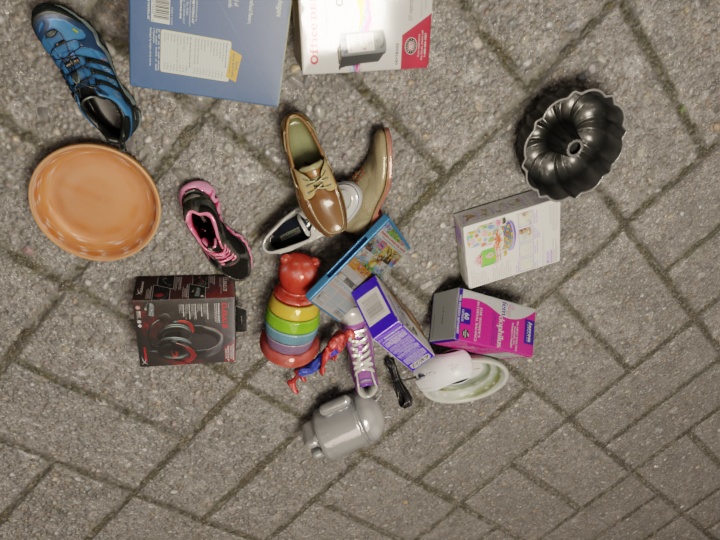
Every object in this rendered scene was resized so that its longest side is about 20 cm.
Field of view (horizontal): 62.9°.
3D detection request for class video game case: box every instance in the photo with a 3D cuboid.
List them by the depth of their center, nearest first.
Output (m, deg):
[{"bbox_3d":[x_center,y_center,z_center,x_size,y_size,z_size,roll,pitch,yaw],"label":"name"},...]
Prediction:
[{"bbox_3d":[0.000,0.000,1.073,0.200,0.018,0.143,-45,152,1],"label":"video game case"}]

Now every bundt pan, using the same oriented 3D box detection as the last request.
[{"bbox_3d":[0.362,-0.231,1.039,0.195,0.077,0.207,-7,125,-9],"label":"bundt pan"}]

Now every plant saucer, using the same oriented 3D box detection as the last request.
[{"bbox_3d":[-0.420,-0.111,0.942,0.193,0.038,0.205,-6,124,-9],"label":"plant saucer"},{"bbox_3d":[0.229,0.230,1.308,0.193,0.051,0.203,-4,143,-3],"label":"plant saucer"}]

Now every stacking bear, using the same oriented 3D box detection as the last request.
[{"bbox_3d":[-0.123,0.064,1.093,0.117,0.115,0.206,8,115,-5],"label":"stacking bear"}]

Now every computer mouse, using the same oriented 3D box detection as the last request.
[{"bbox_3d":[0.140,0.213,1.224,0.196,0.113,0.043,-24,164,32],"label":"computer mouse"}]

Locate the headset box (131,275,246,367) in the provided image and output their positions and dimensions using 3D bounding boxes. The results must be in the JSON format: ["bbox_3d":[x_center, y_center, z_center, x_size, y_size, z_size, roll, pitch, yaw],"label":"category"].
[{"bbox_3d":[-0.307,0.091,1.081,0.193,0.076,0.153,-1,123,-14],"label":"headset box"}]

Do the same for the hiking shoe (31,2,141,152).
[{"bbox_3d":[-0.375,-0.270,0.816,0.073,0.088,0.202,-28,125,6],"label":"hiking shoe"}]

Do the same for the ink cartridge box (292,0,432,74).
[{"bbox_3d":[0.002,-0.371,0.849,0.193,0.086,0.151,-8,125,-11],"label":"ink cartridge box"}]

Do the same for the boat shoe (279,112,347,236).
[{"bbox_3d":[-0.078,-0.152,0.930,0.074,0.074,0.205,-24,95,-2],"label":"boat shoe"}]

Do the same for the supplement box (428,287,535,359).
[{"bbox_3d":[0.249,0.112,1.201,0.195,0.103,0.105,14,75,-24],"label":"supplement box"}]

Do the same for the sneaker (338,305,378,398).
[{"bbox_3d":[0.005,0.169,1.191,0.070,0.115,0.205,-13,124,-2],"label":"sneaker"}]

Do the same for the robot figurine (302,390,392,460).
[{"bbox_3d":[-0.030,0.338,1.294,0.195,0.114,0.172,-25,131,3],"label":"robot figurine"}]

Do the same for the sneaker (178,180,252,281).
[{"bbox_3d":[-0.244,-0.047,0.995,0.077,0.096,0.203,-26,127,3],"label":"sneaker"}]

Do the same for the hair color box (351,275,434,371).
[{"bbox_3d":[0.066,0.106,1.131,0.064,0.111,0.200,-32,145,7],"label":"hair color box"}]

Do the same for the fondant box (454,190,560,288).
[{"bbox_3d":[0.287,-0.063,1.144,0.194,0.059,0.147,-17,126,-4],"label":"fondant box"}]

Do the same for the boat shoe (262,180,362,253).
[{"bbox_3d":[-0.083,-0.081,1.003,0.197,0.065,0.075,-34,95,20],"label":"boat shoe"}]

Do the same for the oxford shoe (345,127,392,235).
[{"bbox_3d":[0.009,-0.147,1.010,0.072,0.071,0.205,5,121,-11],"label":"oxford shoe"}]

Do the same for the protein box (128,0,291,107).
[{"bbox_3d":[-0.196,-0.349,0.780,0.193,0.136,0.204,3,122,-16],"label":"protein box"}]

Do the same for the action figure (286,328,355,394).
[{"bbox_3d":[-0.073,0.176,1.180,0.052,0.065,0.200,43,124,2],"label":"action figure"}]
